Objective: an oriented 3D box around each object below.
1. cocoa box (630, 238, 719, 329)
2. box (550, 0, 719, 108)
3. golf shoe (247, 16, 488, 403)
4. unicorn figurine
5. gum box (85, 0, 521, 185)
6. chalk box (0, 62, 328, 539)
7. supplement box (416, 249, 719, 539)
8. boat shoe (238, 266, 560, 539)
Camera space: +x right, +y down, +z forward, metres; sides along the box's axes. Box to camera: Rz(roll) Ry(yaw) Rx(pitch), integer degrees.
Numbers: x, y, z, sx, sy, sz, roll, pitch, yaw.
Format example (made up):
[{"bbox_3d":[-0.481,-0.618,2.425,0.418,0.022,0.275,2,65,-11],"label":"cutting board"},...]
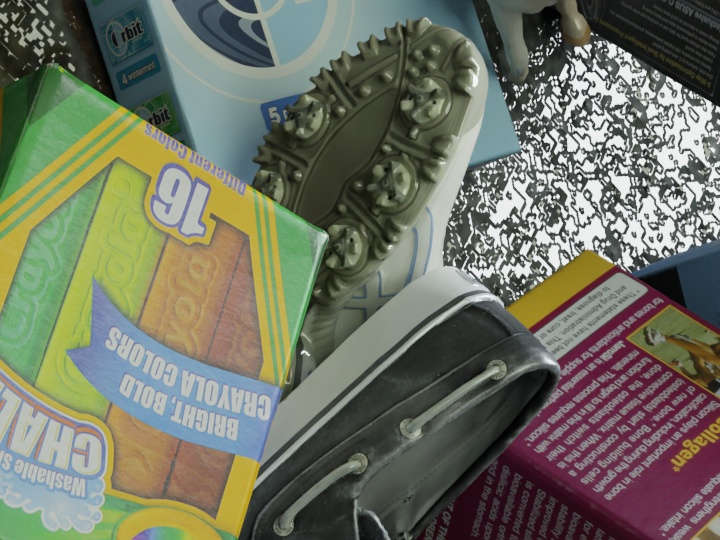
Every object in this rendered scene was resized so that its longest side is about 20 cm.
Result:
[{"bbox_3d":[0.224,0.034,0.990,0.133,0.199,0.132,-17,88,-41],"label":"cocoa box"},{"bbox_3d":[0.174,-0.151,0.967,0.049,0.200,0.159,-5,119,-40],"label":"box"},{"bbox_3d":[0.000,0.000,0.858,0.097,0.078,0.201,12,114,-49],"label":"golf shoe"},{"bbox_3d":[0.069,-0.143,0.937,0.074,0.138,0.200,-34,65,-6],"label":"unicorn figurine"},{"bbox_3d":[-0.034,-0.122,0.923,0.169,0.044,0.202,-17,89,-41],"label":"gum box"},{"bbox_3d":[-0.114,0.058,0.752,0.124,0.123,0.201,31,60,-29],"label":"chalk box"},{"bbox_3d":[0.120,0.101,0.881,0.199,0.104,0.131,34,42,25],"label":"supplement box"},{"bbox_3d":[-0.010,0.091,0.805,0.200,0.068,0.072,-44,147,-6],"label":"boat shoe"}]
